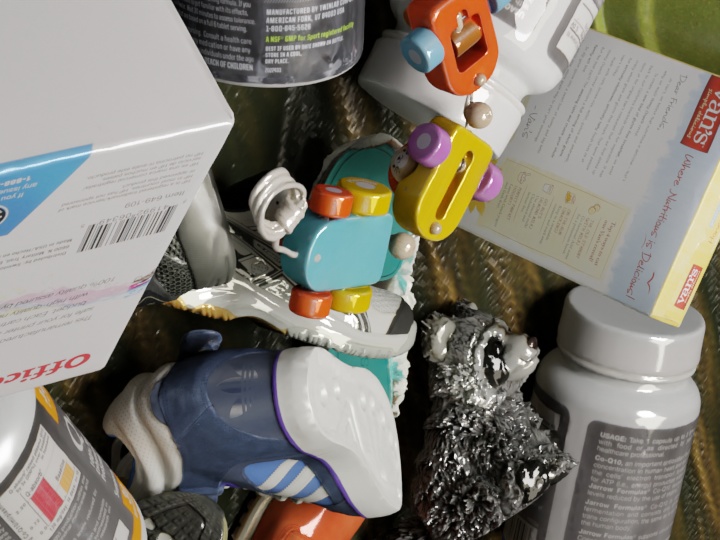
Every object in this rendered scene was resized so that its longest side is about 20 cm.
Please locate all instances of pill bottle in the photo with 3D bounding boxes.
[{"bbox_3d":[-0.046,-0.203,1.140,0.106,0.106,0.201,-20,124,-40],"label":"pill bottle"},{"bbox_3d":[0.168,0.118,1.534,0.113,0.114,0.201,-10,118,-44],"label":"pill bottle"},{"bbox_3d":[0.087,-0.173,1.297,0.114,0.114,0.201,34,85,-50],"label":"pill bottle"},{"bbox_3d":[-0.197,0.104,1.137,0.116,0.116,0.200,-48,139,-17],"label":"pill bottle"}]

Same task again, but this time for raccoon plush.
[{"bbox_3d":[0.041,0.112,1.445,0.200,0.134,0.097,-35,178,6],"label":"raccoon plush"}]

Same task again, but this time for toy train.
[{"bbox_3d":[0.008,-0.070,1.198,0.200,0.055,0.151,-45,136,-22],"label":"toy train"}]

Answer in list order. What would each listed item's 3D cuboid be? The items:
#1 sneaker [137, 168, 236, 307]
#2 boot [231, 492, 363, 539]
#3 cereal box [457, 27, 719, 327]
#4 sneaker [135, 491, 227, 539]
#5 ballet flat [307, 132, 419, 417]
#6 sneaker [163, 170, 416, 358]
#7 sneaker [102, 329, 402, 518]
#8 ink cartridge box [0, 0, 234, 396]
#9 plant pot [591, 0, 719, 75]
[{"bbox_3d":[-0.141,-0.069,1.132,0.114,0.076,0.200,-20,112,-15],"label":"sneaker"},{"bbox_3d":[-0.038,0.197,1.372,0.200,0.107,0.075,-51,138,-16],"label":"boot"},{"bbox_3d":[0.136,-0.068,1.340,0.039,0.200,0.144,20,96,-50],"label":"cereal box"},{"bbox_3d":[-0.136,0.198,1.285,0.200,0.077,0.089,-51,167,20],"label":"sneaker"},{"bbox_3d":[0.000,0.000,1.346,0.072,0.072,0.201,-22,128,-39],"label":"ballet flat"},{"bbox_3d":[-0.043,-0.008,1.251,0.199,0.076,0.088,17,88,-35],"label":"sneaker"},{"bbox_3d":[-0.067,0.099,1.294,0.200,0.146,0.081,47,36,-63],"label":"sneaker"},{"bbox_3d":[-0.175,-0.048,0.979,0.146,0.146,0.200,-15,154,-33],"label":"ink cartridge box"},{"bbox_3d":[0.278,-0.187,1.443,0.200,0.184,0.201,-24,127,-37],"label":"plant pot"}]
